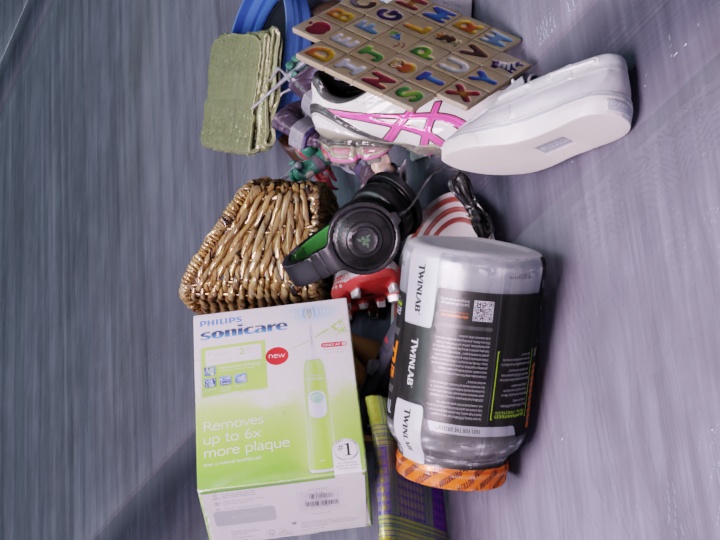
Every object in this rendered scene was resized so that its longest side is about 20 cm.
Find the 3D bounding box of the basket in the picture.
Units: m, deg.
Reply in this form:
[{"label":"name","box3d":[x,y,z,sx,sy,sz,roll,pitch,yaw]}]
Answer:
[{"label":"basket","box3d":[-0.100,-0.020,1.603,0.200,0.148,0.144,55,-146,-74]}]

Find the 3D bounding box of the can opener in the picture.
[{"label":"can opener","box3d":[0.043,0.070,1.415,0.201,0.063,0.079,-68,29,29]}]

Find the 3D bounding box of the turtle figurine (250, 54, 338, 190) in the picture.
[{"label":"turtle figurine","box3d":[-0.035,-0.170,1.659,0.200,0.100,0.150,-40,55,38]}]

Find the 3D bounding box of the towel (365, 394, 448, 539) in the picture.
[{"label":"towel","box3d":[0.043,0.218,1.355,0.023,0.144,0.201,-11,71,23]}]

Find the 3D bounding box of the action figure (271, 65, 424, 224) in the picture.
[{"label":"action figure","box3d":[0.000,-0.115,1.511,0.200,0.069,0.130,48,142,23]}]

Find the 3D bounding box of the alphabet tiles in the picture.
[{"label":"alphabet tiles","box3d":[0.045,-0.200,1.379,0.199,0.166,0.006,28,134,29]}]

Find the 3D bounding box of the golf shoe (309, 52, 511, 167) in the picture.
[{"label":"golf shoe","box3d":[0.048,-0.151,1.384,0.073,0.199,0.093,-70,-32,-56]}]

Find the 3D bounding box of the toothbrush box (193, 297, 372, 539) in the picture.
[{"label":"toothbrush box","box3d":[-0.071,0.132,1.365,0.086,0.145,0.201,84,180,-45]}]

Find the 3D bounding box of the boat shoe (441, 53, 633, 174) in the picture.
[{"label":"boat shoe","box3d":[0.145,-0.132,1.285,0.200,0.072,0.069,-20,57,54]}]

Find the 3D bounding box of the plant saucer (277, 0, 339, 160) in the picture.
[{"label":"plant saucer","box3d":[-0.061,-0.221,1.802,0.200,0.034,0.202,-172,90,-66]}]

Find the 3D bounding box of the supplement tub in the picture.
[{"label":"supplement tub","box3d":[0.087,0.077,1.296,0.122,0.122,0.201,-158,72,-64]}]

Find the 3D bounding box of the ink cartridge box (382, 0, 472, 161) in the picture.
[{"label":"ink cartridge box","box3d":[0.053,-0.219,1.520,0.115,0.067,0.201,-14,71,63]}]

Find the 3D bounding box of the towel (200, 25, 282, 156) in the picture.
[{"label":"towel","box3d":[-0.137,-0.206,1.787,0.200,0.036,0.149,10,93,64]}]

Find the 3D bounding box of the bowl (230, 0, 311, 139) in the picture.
[{"label":"bowl","box3d":[-0.111,-0.249,1.831,0.200,0.039,0.202,150,124,-60]}]

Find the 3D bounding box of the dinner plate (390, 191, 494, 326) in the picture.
[{"label":"dinner plate","box3d":[0.083,0.027,1.441,0.200,0.024,0.201,-26,61,61]}]

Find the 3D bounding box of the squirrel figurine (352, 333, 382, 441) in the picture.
[{"label":"squirrel figurine","box3d":[-0.075,0.155,1.532,0.141,0.199,0.188,-23,51,54]}]

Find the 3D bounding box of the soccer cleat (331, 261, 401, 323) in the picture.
[{"label":"soccer cleat","box3d":[0.000,0.000,1.515,0.200,0.068,0.086,106,155,-80]}]

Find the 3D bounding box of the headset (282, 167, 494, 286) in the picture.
[{"label":"headset","box3d":[0.022,-0.032,1.401,0.199,0.094,0.124,-28,12,30]}]
